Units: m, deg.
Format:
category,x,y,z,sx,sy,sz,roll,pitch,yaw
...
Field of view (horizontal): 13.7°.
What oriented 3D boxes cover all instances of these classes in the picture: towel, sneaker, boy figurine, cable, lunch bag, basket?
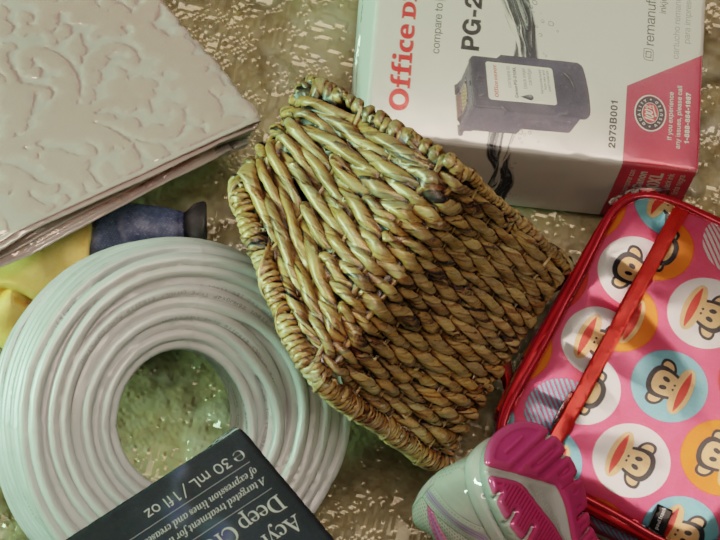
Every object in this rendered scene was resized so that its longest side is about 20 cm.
category,x,y,z,sx,sy,sz,roll,pitch,yaw
towel,-0.187,-0.106,1.736,0.191,0.032,0.200,-25,57,-24
sneaker,0.098,0.179,1.663,0.081,0.088,0.200,-36,104,-44
boy figurine,-0.186,0.000,1.718,0.199,0.064,0.125,0,70,-6
cable,-0.103,0.082,1.659,0.199,0.069,0.201,12,89,-22
lunch bag,0.164,0.059,1.731,0.176,0.082,0.200,27,71,9
basket,0.000,0.000,1.650,0.143,0.200,0.149,31,88,29

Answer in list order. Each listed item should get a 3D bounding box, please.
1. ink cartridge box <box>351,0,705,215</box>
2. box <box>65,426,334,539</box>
category,x,y,z,sx,sy,sz,roll,pitch,yaw
ink cartridge box,0.098,-0.119,1.783,0.199,0.084,0.145,6,68,-4
box,-0.066,0.210,1.530,0.148,0.107,0.200,-32,71,-27
